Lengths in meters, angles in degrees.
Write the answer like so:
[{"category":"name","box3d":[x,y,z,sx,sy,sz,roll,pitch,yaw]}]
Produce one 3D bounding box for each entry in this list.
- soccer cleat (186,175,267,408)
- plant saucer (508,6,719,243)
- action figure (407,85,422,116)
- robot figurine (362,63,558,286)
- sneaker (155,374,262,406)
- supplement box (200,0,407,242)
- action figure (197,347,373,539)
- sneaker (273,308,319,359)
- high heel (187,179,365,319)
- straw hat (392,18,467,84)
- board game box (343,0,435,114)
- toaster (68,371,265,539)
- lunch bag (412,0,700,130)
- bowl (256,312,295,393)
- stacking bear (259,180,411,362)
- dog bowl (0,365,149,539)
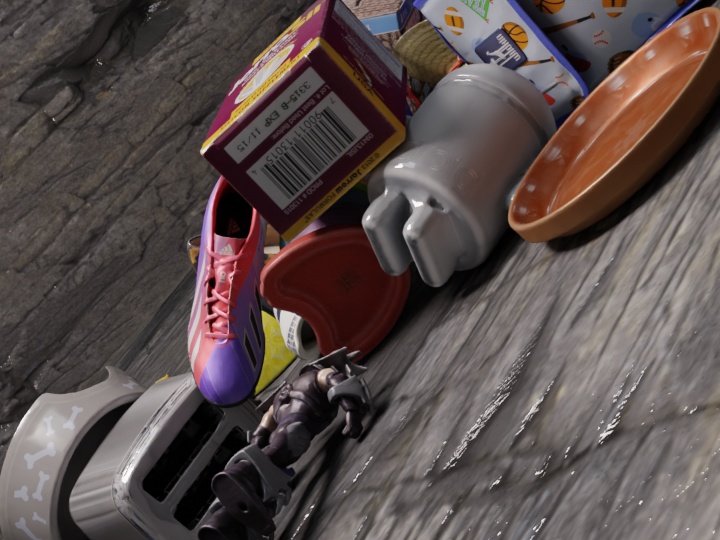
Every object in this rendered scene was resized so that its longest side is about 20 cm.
[{"category":"soccer cleat","box3d":[-0.111,0.012,1.145,0.073,0.067,0.203,89,-177,-67]},{"category":"plant saucer","box3d":[0.180,-0.095,0.935,0.201,0.032,0.201,-47,10,11]},{"category":"action figure","box3d":[0.032,-0.149,1.319,0.065,0.201,0.052,-42,25,-5]},{"category":"robot figurine","box3d":[0.082,-0.082,1.077,0.168,0.114,0.201,17,57,33]},{"category":"sneaker","box3d":[-0.171,0.142,1.392,0.070,0.090,0.200,-52,10,-26]},{"category":"supplement box","box3d":[-0.040,-0.131,1.113,0.131,0.103,0.200,-41,15,16]},{"category":"action figure","box3d":[-0.053,0.130,1.008,0.130,0.069,0.200,-50,3,37]},{"category":"sneaker","box3d":[0.000,0.000,1.293,0.201,0.076,0.081,-51,21,10]},{"category":"high heel","box3d":[-0.068,-0.047,1.330,0.201,0.142,0.072,-50,35,14]},{"category":"straw hat","box3d":[0.128,-0.171,1.270,0.201,0.198,0.086,-31,60,59]},{"category":"board game box","box3d":[0.022,-0.184,1.435,0.095,0.203,0.160,-8,21,13]},{"category":"toaster","box3d":[-0.164,0.174,1.179,0.201,0.114,0.129,-52,13,-31]},{"category":"lunch bag","box3d":[0.163,-0.228,1.127,0.200,0.170,0.124,-41,7,28]},{"category":"bowl","box3d":[-0.108,0.033,1.491,0.200,0.108,0.200,-46,9,10]},{"category":"stacking bear","box3d":[-0.025,-0.033,1.202,0.113,0.121,0.201,-39,28,12]},{"category":"dog bowl","box3d":[-0.238,0.192,1.267,0.058,0.201,0.201,14,54,33]}]
